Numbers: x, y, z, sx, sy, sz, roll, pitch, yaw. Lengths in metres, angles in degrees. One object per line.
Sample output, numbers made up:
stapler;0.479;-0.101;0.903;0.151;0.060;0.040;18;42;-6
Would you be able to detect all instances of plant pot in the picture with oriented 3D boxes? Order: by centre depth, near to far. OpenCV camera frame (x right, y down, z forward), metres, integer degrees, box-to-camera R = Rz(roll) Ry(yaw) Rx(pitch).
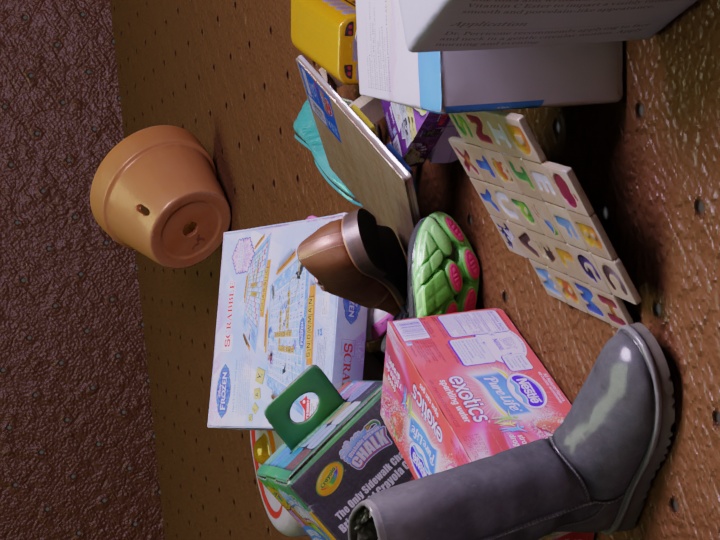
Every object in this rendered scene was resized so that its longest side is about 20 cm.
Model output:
plant pot;-0.285;-0.097;2.143;0.140;0.199;0.201;44;140;40

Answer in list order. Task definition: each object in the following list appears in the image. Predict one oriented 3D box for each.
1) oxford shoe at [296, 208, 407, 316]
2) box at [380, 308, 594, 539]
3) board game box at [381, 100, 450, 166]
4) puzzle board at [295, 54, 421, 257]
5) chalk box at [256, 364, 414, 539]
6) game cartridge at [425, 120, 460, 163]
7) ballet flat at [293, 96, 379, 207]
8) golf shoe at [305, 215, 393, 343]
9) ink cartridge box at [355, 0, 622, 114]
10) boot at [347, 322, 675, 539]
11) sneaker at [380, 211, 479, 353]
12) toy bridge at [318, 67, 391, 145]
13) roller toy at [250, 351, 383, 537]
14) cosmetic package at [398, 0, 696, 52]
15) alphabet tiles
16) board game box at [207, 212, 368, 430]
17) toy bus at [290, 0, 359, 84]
oxford shoe;0.000;0.000;1.246;0.200;0.071;0.072;42;-147;-62
box;0.094;0.122;1.075;0.200;0.102;0.095;-122;30;-53
board game box;0.033;-0.200;1.169;0.120;0.032;0.201;114;145;-67
puzzle board;0.008;-0.088;1.241;0.151;0.017;0.200;50;171;23
chalk box;-0.001;0.174;1.218;0.200;0.125;0.124;50;165;-7
game cartridge;0.065;-0.198;1.170;0.134;0.040;0.201;-114;24;-54
ballet flat;-0.017;-0.131;1.425;0.071;0.067;0.200;-68;28;19
golf shoe;-0.018;0.007;1.405;0.092;0.075;0.200;50;177;-26
ink cartridge box;0.076;-0.180;0.975;0.200;0.128;0.126;-149;54;-69
boot;0.092;0.127;0.907;0.073;0.199;0.183;-122;30;-54
sneaker;0.051;0.048;1.204;0.084;0.077;0.201;18;116;41
toy bridge;-0.005;-0.142;1.360;0.027;0.067;0.200;50;-172;-39
roller toy;-0.042;0.179;1.480;0.200;0.139;0.184;-163;67;-71
cosmetic package;0.114;-0.231;0.768;0.200;0.164;0.166;141;121;-69
alphabet tiles;0.119;-0.038;0.963;0.167;0.006;0.200;60;170;-18
board game box;-0.070;0.055;1.377;0.199;0.041;0.201;-5;77;50
toy bus;-0.013;-0.227;1.343;0.200;0.078;0.065;-132;39;-63
